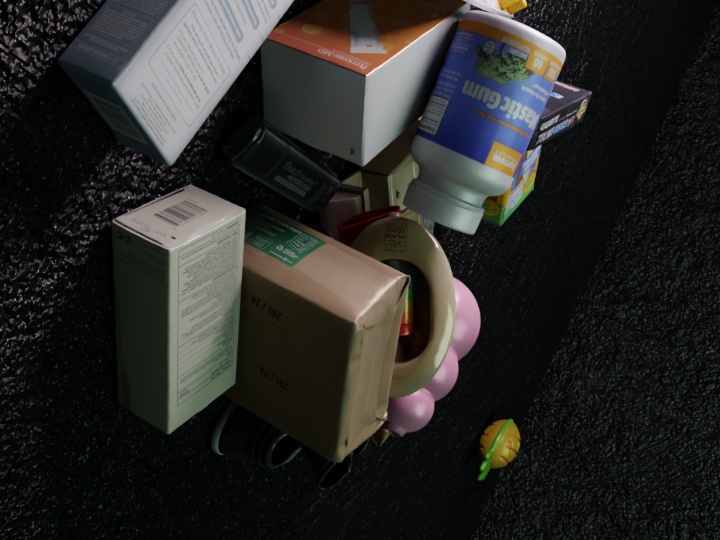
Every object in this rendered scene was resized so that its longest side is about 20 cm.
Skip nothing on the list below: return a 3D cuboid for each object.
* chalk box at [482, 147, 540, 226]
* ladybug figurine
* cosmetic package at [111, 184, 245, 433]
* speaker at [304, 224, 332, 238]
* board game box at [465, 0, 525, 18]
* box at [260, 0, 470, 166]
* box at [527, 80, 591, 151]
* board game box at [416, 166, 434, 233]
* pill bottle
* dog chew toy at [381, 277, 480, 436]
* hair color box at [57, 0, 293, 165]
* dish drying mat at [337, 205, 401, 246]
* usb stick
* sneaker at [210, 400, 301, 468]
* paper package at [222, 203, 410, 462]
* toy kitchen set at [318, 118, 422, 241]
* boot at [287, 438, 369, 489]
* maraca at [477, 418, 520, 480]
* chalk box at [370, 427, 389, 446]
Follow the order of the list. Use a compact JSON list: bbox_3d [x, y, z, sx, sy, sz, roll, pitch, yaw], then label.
[{"bbox_3d":[0.192,-0.160,1.239,0.124,0.124,0.202,-43,146,-41],"label":"chalk box"},{"bbox_3d":[0.041,0.037,0.914,0.072,0.134,0.203,-11,104,-80],"label":"ladybug figurine"},{"bbox_3d":[-0.167,0.036,0.756,0.105,0.070,0.202,-35,142,-50],"label":"cosmetic package"},{"bbox_3d":[-0.036,0.037,0.983,0.082,0.081,0.201,-56,145,-21],"label":"speaker"},{"bbox_3d":[0.095,-0.363,0.819,0.199,0.026,0.202,-14,85,-60],"label":"board game box"},{"bbox_3d":[0.008,-0.210,0.826,0.200,0.123,0.098,-45,150,-39],"label":"box"},{"bbox_3d":[0.177,-0.230,1.069,0.198,0.198,0.050,-31,142,-51],"label":"box"},{"bbox_3d":[0.087,-0.095,1.171,0.135,0.029,0.202,-68,165,-49],"label":"board game box"},{"bbox_3d":[0.117,-0.144,0.825,0.112,0.111,0.202,1,113,-64],"label":"pill bottle"},{"bbox_3d":[0.071,0.104,1.003,0.125,0.123,0.202,64,43,-60],"label":"dog chew toy"},{"bbox_3d":[-0.130,-0.195,0.634,0.201,0.060,0.099,-57,155,-17],"label":"hair color box"},{"bbox_3d":[0.020,-0.012,0.998,0.076,0.018,0.201,-17,149,-2],"label":"dish drying mat"},{"bbox_3d":[-0.077,-0.106,0.851,0.056,0.033,0.200,-46,157,8],"label":"usb stick"},{"bbox_3d":[-0.090,0.146,0.985,0.202,0.098,0.071,-62,154,-14],"label":"sneaker"},{"bbox_3d":[-0.064,0.060,0.835,0.103,0.198,0.193,-36,144,-47],"label":"paper package"},{"bbox_3d":[0.067,-0.082,0.971,0.163,0.179,0.202,-37,132,-44],"label":"toy kitchen set"},{"bbox_3d":[-0.064,0.216,1.016,0.067,0.132,0.201,10,130,-31],"label":"boot"},{"bbox_3d":[0.376,0.496,2.274,0.200,0.106,0.138,-45,147,-38],"label":"maraca"},{"bbox_3d":[0.049,0.124,1.168,0.200,0.124,0.124,-46,167,-22],"label":"chalk box"}]
